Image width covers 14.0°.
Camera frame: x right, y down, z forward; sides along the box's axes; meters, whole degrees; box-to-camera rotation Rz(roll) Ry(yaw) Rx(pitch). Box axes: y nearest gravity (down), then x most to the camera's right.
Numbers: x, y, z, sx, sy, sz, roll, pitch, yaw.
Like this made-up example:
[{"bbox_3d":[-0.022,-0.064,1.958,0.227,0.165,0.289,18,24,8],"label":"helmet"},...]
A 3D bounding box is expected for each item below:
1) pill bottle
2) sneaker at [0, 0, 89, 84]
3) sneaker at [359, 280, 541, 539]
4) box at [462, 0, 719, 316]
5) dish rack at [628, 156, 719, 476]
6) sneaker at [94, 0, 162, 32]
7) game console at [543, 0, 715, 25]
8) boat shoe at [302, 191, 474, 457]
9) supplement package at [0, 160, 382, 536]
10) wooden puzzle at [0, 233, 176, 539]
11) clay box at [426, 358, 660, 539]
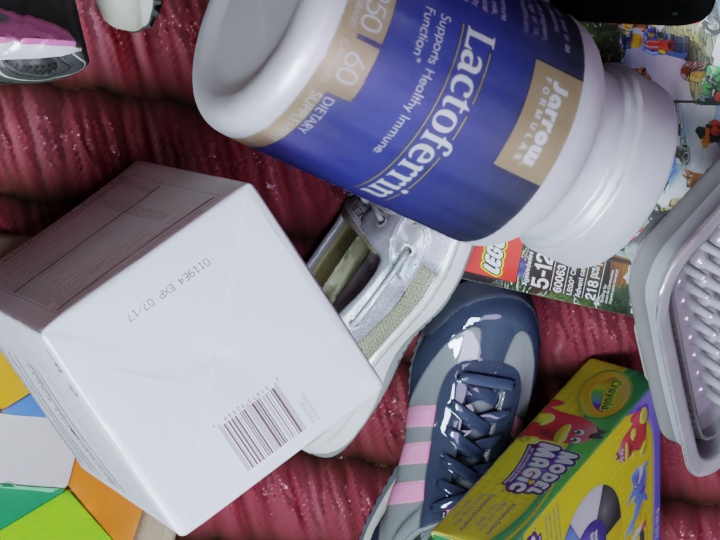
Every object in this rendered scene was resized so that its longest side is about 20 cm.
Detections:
[{"bbox_3d":[0.036,-0.079,1.309,0.200,0.116,0.116,23,111,-27],"label":"pill bottle"},{"bbox_3d":[-0.216,-0.095,1.305,0.200,0.080,0.086,2,133,7],"label":"sneaker"},{"bbox_3d":[0.054,0.102,1.498,0.070,0.082,0.200,5,118,-16],"label":"sneaker"},{"bbox_3d":[0.128,-0.075,1.408,0.136,0.038,0.200,12,119,5],"label":"box"},{"bbox_3d":[0.194,-0.016,1.380,0.200,0.044,0.172,-46,146,-21],"label":"dish rack"},{"bbox_3d":[-0.138,-0.194,1.284,0.093,0.070,0.200,-4,126,8],"label":"sneaker"},{"bbox_3d":[0.062,-0.205,1.314,0.200,0.117,0.176,4,152,10],"label":"game console"},{"bbox_3d":[-0.001,0.000,1.427,0.065,0.074,0.202,17,117,-27],"label":"boat shoe"},{"bbox_3d":[-0.090,0.029,1.317,0.114,0.200,0.110,-36,104,-11],"label":"supplement package"},{"bbox_3d":[-0.164,0.079,1.447,0.185,0.037,0.200,6,118,-19],"label":"wooden puzzle"},{"bbox_3d":[0.090,0.144,1.481,0.048,0.200,0.115,14,126,26],"label":"clay box"}]
